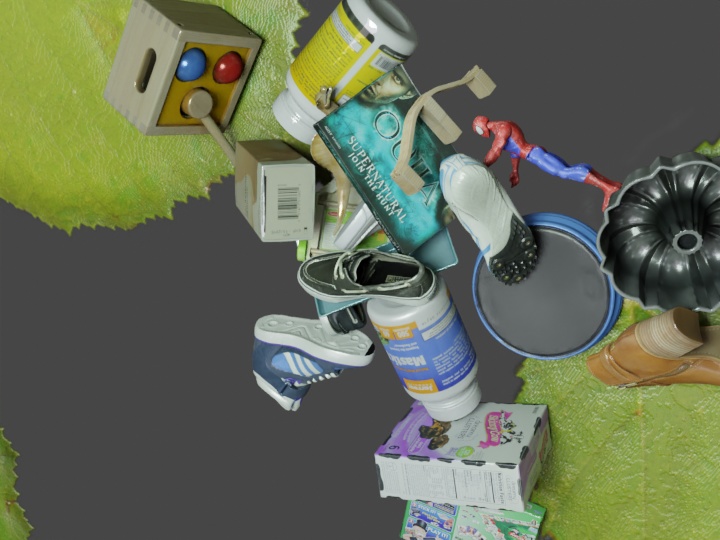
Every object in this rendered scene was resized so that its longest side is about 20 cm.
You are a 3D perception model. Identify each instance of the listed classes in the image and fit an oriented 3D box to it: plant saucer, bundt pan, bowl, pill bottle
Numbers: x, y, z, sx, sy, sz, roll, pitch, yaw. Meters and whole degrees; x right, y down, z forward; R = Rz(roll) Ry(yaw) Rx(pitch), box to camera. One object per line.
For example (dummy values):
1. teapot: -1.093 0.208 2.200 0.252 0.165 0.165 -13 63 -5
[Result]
1. plant saucer: 0.030 0.001 1.114 0.199 0.019 0.070 -21 59 11
2. bundt pan: 0.376 -0.050 0.979 0.201 0.076 0.202 6 122 9
3. bowl: 0.242 0.025 1.109 0.200 0.039 0.201 8 109 24
4. pill bottle: -0.026 -0.264 1.107 0.113 0.112 0.200 49 119 5
5. pill bottle: 0.095 0.107 1.143 0.112 0.112 0.200 -10 121 28

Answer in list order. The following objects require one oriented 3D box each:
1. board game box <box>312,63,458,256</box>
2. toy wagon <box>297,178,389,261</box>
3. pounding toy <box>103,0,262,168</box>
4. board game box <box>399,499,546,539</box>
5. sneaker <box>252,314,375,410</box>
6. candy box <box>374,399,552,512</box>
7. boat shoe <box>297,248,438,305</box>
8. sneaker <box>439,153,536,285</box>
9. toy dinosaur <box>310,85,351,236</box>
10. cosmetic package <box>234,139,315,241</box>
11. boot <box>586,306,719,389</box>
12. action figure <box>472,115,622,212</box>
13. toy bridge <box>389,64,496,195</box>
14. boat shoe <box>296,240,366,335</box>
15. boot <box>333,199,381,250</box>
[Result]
1. board game box: 0.051 -0.137 1.054 0.135 0.028 0.200 -38 104 -11
2. toy wagon: -0.001 -0.075 1.169 0.155 0.040 0.201 8 86 1
3. pounding toy: -0.235 -0.255 1.187 0.142 0.184 0.200 40 119 23
4. board game box: 0.165 0.381 1.263 0.199 0.029 0.135 19 112 20
5. sneaker: -0.073 0.154 1.287 0.199 0.081 0.147 11 120 18
6. candy box: 0.145 0.247 1.150 0.199 0.168 0.072 -2 108 26
7. boat shoe: 0.000 0.000 1.076 0.199 0.064 0.071 3 66 28
8. sneaker: 0.161 -0.064 1.043 0.072 0.073 0.200 -30 122 6
9. toy dinosaur: -0.014 -0.152 1.099 0.101 0.058 0.201 -10 116 -6
10. cosmetic package: -0.121 -0.114 1.153 0.071 0.200 0.106 -3 107 -18
11. boot: 0.397 0.125 1.041 0.200 0.077 0.155 21 144 -20
12. action figure: 0.216 -0.119 1.061 0.200 0.065 0.099 35 111 12
13. toy bridge: 0.095 -0.186 1.035 0.067 0.200 0.027 44 156 -18
14. boat shoe: -0.042 -0.006 1.222 0.060 0.076 0.201 -15 102 21
15. boot: 0.059 -0.084 1.114 0.096 0.074 0.200 40 98 -9
